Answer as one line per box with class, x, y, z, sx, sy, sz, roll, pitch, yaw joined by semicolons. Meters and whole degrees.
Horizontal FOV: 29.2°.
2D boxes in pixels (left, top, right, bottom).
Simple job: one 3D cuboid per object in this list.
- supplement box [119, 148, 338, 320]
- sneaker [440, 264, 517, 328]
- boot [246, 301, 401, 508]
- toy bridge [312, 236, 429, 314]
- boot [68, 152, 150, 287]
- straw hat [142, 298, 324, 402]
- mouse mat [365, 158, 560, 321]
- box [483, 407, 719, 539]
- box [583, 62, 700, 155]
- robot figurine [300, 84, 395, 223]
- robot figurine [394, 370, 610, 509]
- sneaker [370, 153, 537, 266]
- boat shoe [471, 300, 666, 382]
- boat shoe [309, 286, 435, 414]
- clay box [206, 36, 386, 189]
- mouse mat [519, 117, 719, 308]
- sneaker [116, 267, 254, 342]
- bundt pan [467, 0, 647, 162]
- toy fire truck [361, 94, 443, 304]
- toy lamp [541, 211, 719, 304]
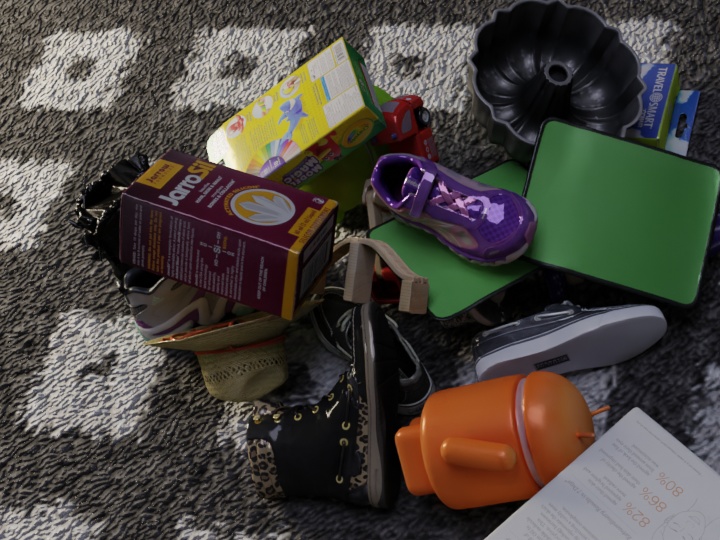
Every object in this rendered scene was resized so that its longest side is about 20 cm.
supplement box;-0.135;-0.040;1.416;0.198;0.087;0.111;18;36;13
sneaker;0.128;-0.012;1.490;0.088;0.077;0.201;-24;26;39
boot;-0.037;0.137;1.380;0.148;0.073;0.203;-5;88;21
toy bridge;0.000;0.000;1.437;0.199;0.027;0.068;10;94;53
boot;-0.237;-0.070;1.597;0.073;0.163;0.198;29;65;34
straw hat;-0.125;0.094;1.469;0.198;0.201;0.086;-13;91;8
mouse mat;0.123;-0.035;1.436;0.198;0.008;0.161;-28;47;-14
box;0.228;0.251;1.210;0.199;0.107;0.152;-37;50;-14
box;0.281;-0.183;1.590;0.197;0.048;0.123;5;54;23
robot figurine;-0.018;-0.142;1.591;0.114;0.177;0.200;24;38;12
robot figurine;0.133;0.160;1.298;0.198;0.144;0.118;-14;54;23
sneaker;0.085;-0.068;1.389;0.199;0.088;0.081;24;85;38
boat shoe;0.208;0.063;1.402;0.198;0.072;0.068;-19;49;12
boat shoe;0.009;0.069;1.464;0.070;0.064;0.200;-38;50;-13
clay box;-0.073;-0.149;1.492;0.199;0.047;0.116;-34;48;19
mouse mat;0.262;-0.060;1.402;0.197;0.008;0.163;16;71;3
sneaker;-0.176;-0.005;1.536;0.198;0.141;0.078;-30;48;-6
bundt pan;0.206;-0.195;1.511;0.199;0.076;0.205;5;62;-9
toy fire truck;0.041;-0.079;1.520;0.048;0.203;0.141;-5;19;39
toy lamp;0.289;-0.015;1.445;0.197;0.058;0.059;-18;48;8
